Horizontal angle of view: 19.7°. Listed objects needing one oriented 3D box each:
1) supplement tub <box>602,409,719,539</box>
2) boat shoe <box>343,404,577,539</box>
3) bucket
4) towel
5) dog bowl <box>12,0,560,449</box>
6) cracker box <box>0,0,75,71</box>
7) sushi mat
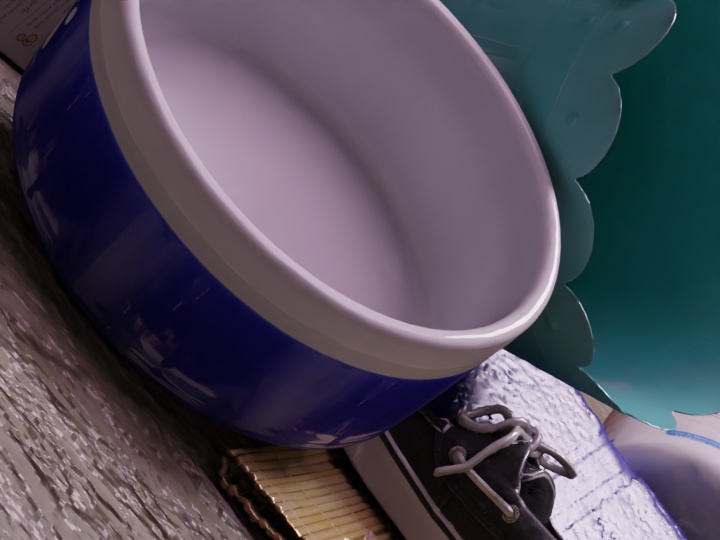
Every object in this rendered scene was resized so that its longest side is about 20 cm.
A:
[{"bbox_3d":[0.175,0.132,1.114,0.132,0.132,0.200,52,20,3],"label":"supplement tub"},{"bbox_3d":[0.051,0.092,0.836,0.200,0.068,0.074,55,9,35],"label":"boat shoe"},{"bbox_3d":[0.108,-0.047,0.908,0.135,0.208,0.207,22,-13,39],"label":"bucket"},{"bbox_3d":[0.073,0.102,0.963,0.200,0.050,0.148,55,32,9],"label":"towel"},{"bbox_3d":[-0.025,-0.038,0.764,0.200,0.079,0.200,28,40,-27],"label":"dog bowl"},{"bbox_3d":[-0.152,-0.147,0.913,0.200,0.058,0.134,41,14,-50],"label":"cracker box"},{"bbox_3d":[0.002,0.105,0.795,0.096,0.012,0.200,51,7,10],"label":"sushi mat"}]
